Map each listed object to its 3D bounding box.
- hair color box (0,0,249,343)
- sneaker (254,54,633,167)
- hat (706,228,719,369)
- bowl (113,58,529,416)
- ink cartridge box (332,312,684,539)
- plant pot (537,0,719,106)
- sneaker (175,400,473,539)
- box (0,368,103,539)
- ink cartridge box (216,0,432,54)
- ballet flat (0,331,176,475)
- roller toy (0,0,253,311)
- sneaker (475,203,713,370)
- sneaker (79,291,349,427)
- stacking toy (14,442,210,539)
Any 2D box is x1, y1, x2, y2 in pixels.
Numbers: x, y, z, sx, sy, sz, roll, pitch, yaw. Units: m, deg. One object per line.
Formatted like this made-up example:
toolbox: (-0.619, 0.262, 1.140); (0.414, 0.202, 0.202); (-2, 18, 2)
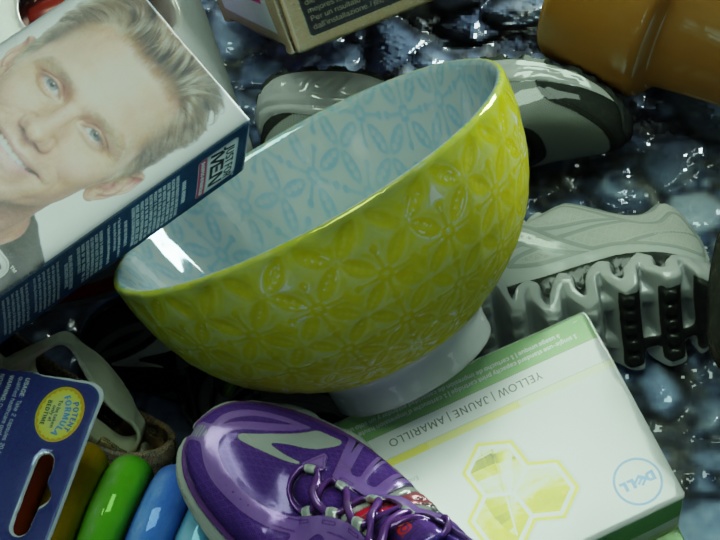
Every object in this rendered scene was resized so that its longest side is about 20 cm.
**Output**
hair color box: (-0.157, -0.036, 1.184); (0.200, 0.061, 0.100); (-37, 76, -19)
sneaker: (0.043, -0.061, 1.379); (0.199, 0.074, 0.080); (-4, 63, 13)
hat: (0.210, 0.006, 1.258); (0.081, 0.201, 0.201); (-9, 42, 46)
bowl: (0.000, 0.000, 1.207); (0.200, 0.108, 0.200); (-27, 16, 9)
ink cartridge box: (0.081, 0.136, 1.197); (0.145, 0.048, 0.201); (-23, 65, -8)
plant pot: (0.217, -0.156, 1.350); (0.183, 0.200, 0.200); (29, 62, 11)
sneaker: (0.010, 0.113, 1.140); (0.200, 0.084, 0.081); (32, 70, 16)
box: (-0.219, 0.090, 1.174); (0.199, 0.032, 0.122); (9, 58, 16)
ink cartridge box: (0.008, -0.185, 1.407); (0.164, 0.075, 0.200); (-22, 15, -9)
ballet flat: (-0.170, 0.043, 1.271); (0.200, 0.067, 0.068); (35, 30, -13)
roller toy: (-0.151, -0.064, 1.325); (0.182, 0.200, 0.140); (-25, 68, 11)
sneaker: (0.077, 0.009, 1.317); (0.199, 0.075, 0.081); (-4, 43, -2)
sneaker: (-0.055, 0.063, 1.292); (0.199, 0.071, 0.083); (21, 53, 20)
stacking toy: (-0.117, 0.110, 1.221); (0.199, 0.085, 0.086); (23, 58, 2)
